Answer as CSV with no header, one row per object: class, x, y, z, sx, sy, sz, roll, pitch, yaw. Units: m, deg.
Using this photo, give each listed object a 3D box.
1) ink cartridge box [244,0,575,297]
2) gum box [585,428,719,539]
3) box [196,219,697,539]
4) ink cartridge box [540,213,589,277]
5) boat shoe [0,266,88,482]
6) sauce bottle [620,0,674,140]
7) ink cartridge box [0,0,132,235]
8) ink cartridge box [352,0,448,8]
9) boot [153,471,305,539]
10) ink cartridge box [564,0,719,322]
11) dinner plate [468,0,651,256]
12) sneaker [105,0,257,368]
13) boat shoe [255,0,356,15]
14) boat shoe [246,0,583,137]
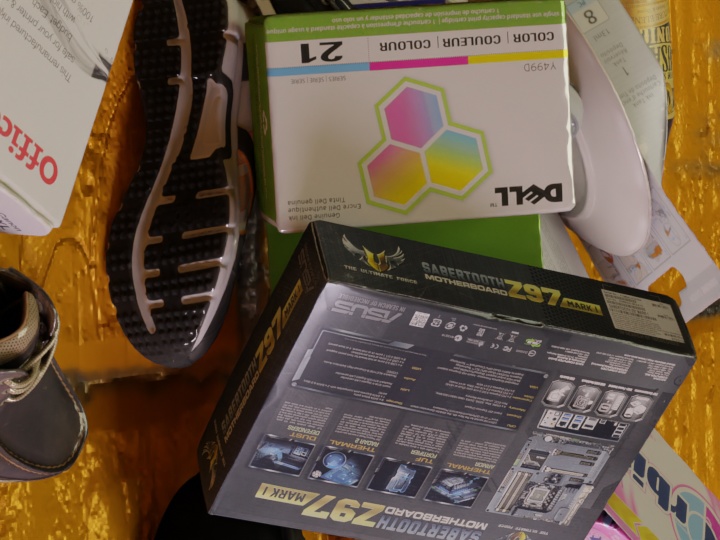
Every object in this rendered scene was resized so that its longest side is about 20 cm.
ink cartridge box,0.027,-0.028,1.260,0.076,0.148,0.200,-148,-126,-80
gum box,0.192,0.188,1.661,0.200,0.066,0.114,47,31,-23
box,0.040,0.065,1.267,0.200,0.158,0.051,12,36,-21
ink cartridge box,0.091,0.022,1.467,0.200,0.044,0.174,64,22,-10
boat shoe,-0.172,0.035,1.140,0.200,0.073,0.075,49,50,-47
sauce bottle,0.176,-0.120,1.719,0.066,0.066,0.200,-19,106,-57
ink cartridge box,-0.172,-0.134,1.132,0.145,0.083,0.200,45,53,-49
ink cartridge box,0.006,-0.039,1.346,0.037,0.095,0.200,85,1,-79
boot,-0.104,0.179,1.245,0.158,0.079,0.211,30,65,-55
ink cartridge box,0.155,-0.065,1.535,0.047,0.160,0.200,-31,84,-16
dinner plate,0.104,-0.093,1.516,0.024,0.200,0.200,-30,121,-16
sneaker,-0.073,-0.047,1.305,0.080,0.074,0.200,26,68,-58
boat shoe,-0.032,-0.164,1.314,0.200,0.066,0.075,64,7,8
boat shoe,0.036,-0.133,1.413,0.200,0.074,0.067,23,58,-21
